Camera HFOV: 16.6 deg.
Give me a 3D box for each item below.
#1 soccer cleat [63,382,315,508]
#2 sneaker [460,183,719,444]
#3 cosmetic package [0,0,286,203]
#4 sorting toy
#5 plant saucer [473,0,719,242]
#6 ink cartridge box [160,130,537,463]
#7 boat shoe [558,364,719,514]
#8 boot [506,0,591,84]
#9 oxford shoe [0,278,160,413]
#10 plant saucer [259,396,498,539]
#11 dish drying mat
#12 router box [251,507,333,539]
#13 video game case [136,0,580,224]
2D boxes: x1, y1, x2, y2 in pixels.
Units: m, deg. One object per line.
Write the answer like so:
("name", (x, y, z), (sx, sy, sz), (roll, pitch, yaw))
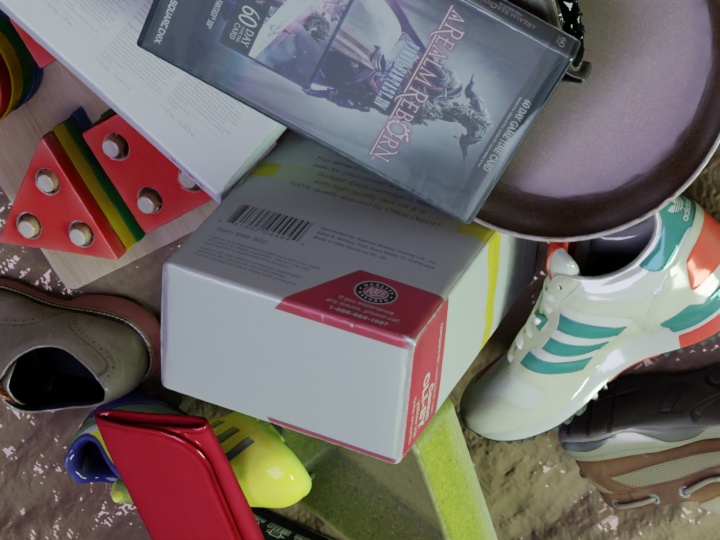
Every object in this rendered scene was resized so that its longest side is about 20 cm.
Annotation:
("soccer cleat", (-0.105, 0.121, 1.489), (0.199, 0.084, 0.065), (10, 135, 49))
("sneaker", (0.118, 0.018, 1.348), (0.199, 0.071, 0.093), (-31, 117, 32))
("cosmetic package", (-0.102, -0.159, 1.338), (0.200, 0.052, 0.151), (42, 86, 1))
("sorting toy", (-0.167, -0.095, 1.448), (0.198, 0.070, 0.201), (-24, 104, 35))
("plant saucer", (0.104, -0.116, 1.287), (0.198, 0.032, 0.202), (3, 98, 19))
("ink cartridge box", (0.000, 0.000, 1.332), (0.144, 0.200, 0.084), (16, 126, 19))
("boat shoe", (0.206, 0.095, 1.361), (0.199, 0.076, 0.072), (-8, 117, 40))
("boot", (0.021, -0.175, 1.220), (0.173, 0.069, 0.201), (0, 135, 31))
("oxford shoe", (-0.223, 0.051, 1.554), (0.198, 0.075, 0.071), (-2, 116, 29))
("plant saucer", (0.005, 0.098, 1.416), (0.199, 0.048, 0.201), (35, 156, 39))
("dish drying mat", (-0.094, 0.157, 1.460), (0.076, 0.018, 0.201), (4, 137, 25))
("router box", (-0.051, 0.259, 1.586), (0.149, 0.062, 0.201), (22, 124, 17))
("video game case", (-0.005, -0.114, 1.234), (0.199, 0.019, 0.143), (29, 140, -2))
